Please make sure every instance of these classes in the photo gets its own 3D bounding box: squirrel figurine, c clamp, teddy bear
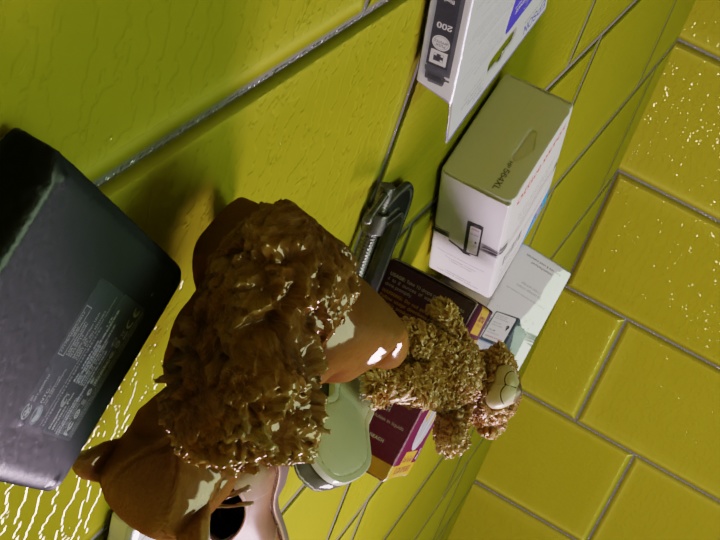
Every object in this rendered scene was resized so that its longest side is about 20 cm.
[{"bbox_3d":[-0.075,0.061,0.750,0.187,0.141,0.200,-50,177,-11],"label":"squirrel figurine"},{"bbox_3d":[0.000,0.000,1.203,0.171,0.027,0.201,-51,163,-58],"label":"c clamp"},{"bbox_3d":[0.078,0.095,1.256,0.067,0.199,0.146,-32,-148,43],"label":"teddy bear"}]

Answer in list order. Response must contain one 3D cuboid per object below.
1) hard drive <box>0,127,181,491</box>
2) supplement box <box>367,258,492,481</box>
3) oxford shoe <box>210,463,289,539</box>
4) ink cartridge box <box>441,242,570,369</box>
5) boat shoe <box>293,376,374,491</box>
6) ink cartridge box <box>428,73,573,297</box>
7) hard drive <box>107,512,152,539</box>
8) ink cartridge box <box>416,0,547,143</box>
[{"bbox_3d":[-0.152,0.030,0.634,0.140,0.033,0.200,-60,168,-8],"label":"hard drive"},{"bbox_3d":[0.041,0.102,1.385,0.201,0.103,0.131,-63,166,1],"label":"supplement box"},{"bbox_3d":[-0.105,0.217,1.151,0.071,0.071,0.201,-45,148,-40],"label":"oxford shoe"},{"bbox_3d":[0.140,0.061,1.603,0.201,0.085,0.146,-63,-159,-1],"label":"ink cartridge box"},{"bbox_3d":[-0.031,0.140,1.179,0.060,0.072,0.202,-35,-168,16],"label":"boat shoe"},{"bbox_3d":[0.146,-0.088,1.443,0.146,0.084,0.200,-56,165,-26],"label":"ink cartridge box"},{"bbox_3d":[-0.154,0.214,1.024,0.132,0.027,0.201,-47,161,-49],"label":"hard drive"},{"bbox_3d":[0.111,-0.235,1.092,0.198,0.043,0.201,-53,163,-34],"label":"ink cartridge box"}]
